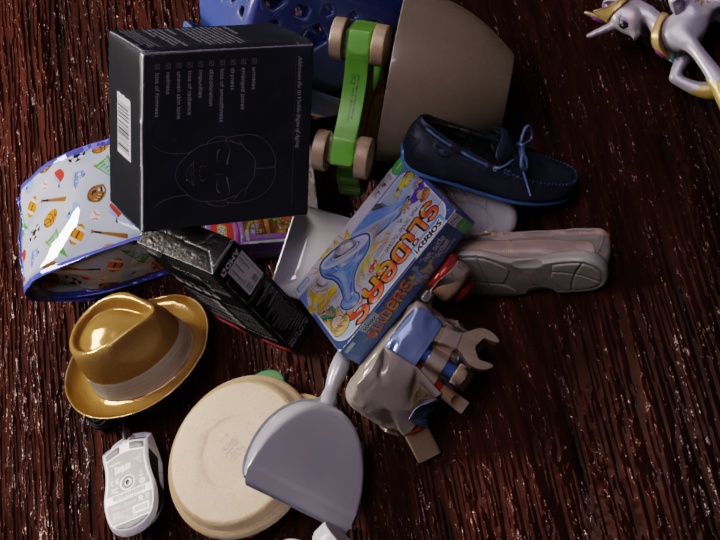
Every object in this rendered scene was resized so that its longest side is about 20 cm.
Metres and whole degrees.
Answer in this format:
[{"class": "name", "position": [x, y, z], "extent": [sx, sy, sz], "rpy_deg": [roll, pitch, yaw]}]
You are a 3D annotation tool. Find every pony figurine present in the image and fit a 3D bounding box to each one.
[{"class": "pony figurine", "position": [0.364, -0.287, 1.646], "extent": [0.200, 0.167, 0.193], "rpy_deg": [39, 96, 22]}]

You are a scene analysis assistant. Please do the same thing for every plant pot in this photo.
[{"class": "plant pot", "position": [-0.091, -0.302, 1.838], "extent": [0.180, 0.200, 0.200], "rpy_deg": [-65, 34, 15]}, {"class": "plant pot", "position": [0.101, -0.212, 1.736], "extent": [0.134, 0.200, 0.200], "rpy_deg": [11, 69, 3]}]

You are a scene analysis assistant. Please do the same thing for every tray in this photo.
[{"class": "tray", "position": [0.000, 0.000, 1.747], "extent": [0.200, 0.022, 0.107], "rpy_deg": [17, 87, 24]}]

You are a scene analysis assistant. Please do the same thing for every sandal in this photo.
[{"class": "sandal", "position": [0.087, -0.063, 1.734], "extent": [0.202, 0.083, 0.050], "rpy_deg": [-6, 18, 30]}]

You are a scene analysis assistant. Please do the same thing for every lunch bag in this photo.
[{"class": "lunch bag", "position": [-0.339, -0.060, 1.936], "extent": [0.200, 0.124, 0.170], "rpy_deg": [-18, 59, 13]}]

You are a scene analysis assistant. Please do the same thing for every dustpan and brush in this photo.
[{"class": "dustpan and brush", "position": [-0.042, 0.168, 1.661], "extent": [0.057, 0.139, 0.200], "rpy_deg": [-21, 43, 65]}]

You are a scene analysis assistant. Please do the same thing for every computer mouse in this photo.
[{"class": "computer mouse", "position": [-0.268, 0.230, 1.799], "extent": [0.110, 0.044, 0.200], "rpy_deg": [-22, 51, 13]}]

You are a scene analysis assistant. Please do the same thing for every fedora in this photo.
[{"class": "fedora", "position": [-0.281, 0.084, 1.829], "extent": [0.200, 0.082, 0.201], "rpy_deg": [-18, 43, 17]}]

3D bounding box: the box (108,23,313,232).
[{"class": "box", "position": [-0.165, -0.159, 1.672], "extent": [0.124, 0.196, 0.200], "rpy_deg": [-142, 51, -58]}]

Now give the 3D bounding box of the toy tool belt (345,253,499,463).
[{"class": "toy tool belt", "position": [0.084, 0.096, 1.635], "extent": [0.123, 0.125, 0.200], "rpy_deg": [38, 89, -4]}]

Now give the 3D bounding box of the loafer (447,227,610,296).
[{"class": "loafer", "position": [0.174, -0.014, 1.659], "extent": [0.200, 0.072, 0.063], "rpy_deg": [1, 50, 22]}]

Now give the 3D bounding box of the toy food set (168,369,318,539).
[{"class": "toy food set", "position": [-0.131, 0.207, 1.726], "extent": [0.198, 0.049, 0.200], "rpy_deg": [25, 81, 37]}]

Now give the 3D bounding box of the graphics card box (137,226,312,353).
[{"class": "graphics card box", "position": [-0.152, 0.014, 1.740], "extent": [0.125, 0.200, 0.051], "rpy_deg": [22, 74, 36]}]

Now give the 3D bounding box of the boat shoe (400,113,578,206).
[{"class": "boat shoe", "position": [0.146, -0.120, 1.654], "extent": [0.084, 0.200, 0.069], "rpy_deg": [-101, 24, -51]}]

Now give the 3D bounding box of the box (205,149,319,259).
[{"class": "box", "position": [-0.124, -0.107, 1.851], "extent": [0.137, 0.039, 0.200], "rpy_deg": [-4, 60, -5]}]

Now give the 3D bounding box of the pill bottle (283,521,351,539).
[{"class": "pill bottle", "position": [-0.080, 0.355, 1.581], "extent": [0.200, 0.111, 0.111], "rpy_deg": [-47, 53, 2]}]

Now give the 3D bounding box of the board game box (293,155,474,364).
[{"class": "board game box", "position": [0.023, -0.014, 1.674], "extent": [0.200, 0.034, 0.135], "rpy_deg": [-52, 39, 9]}]

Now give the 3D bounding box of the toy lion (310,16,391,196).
[{"class": "toy lion", "position": [0.001, -0.184, 1.752], "extent": [0.069, 0.192, 0.200], "rpy_deg": [10, 98, 9]}]
